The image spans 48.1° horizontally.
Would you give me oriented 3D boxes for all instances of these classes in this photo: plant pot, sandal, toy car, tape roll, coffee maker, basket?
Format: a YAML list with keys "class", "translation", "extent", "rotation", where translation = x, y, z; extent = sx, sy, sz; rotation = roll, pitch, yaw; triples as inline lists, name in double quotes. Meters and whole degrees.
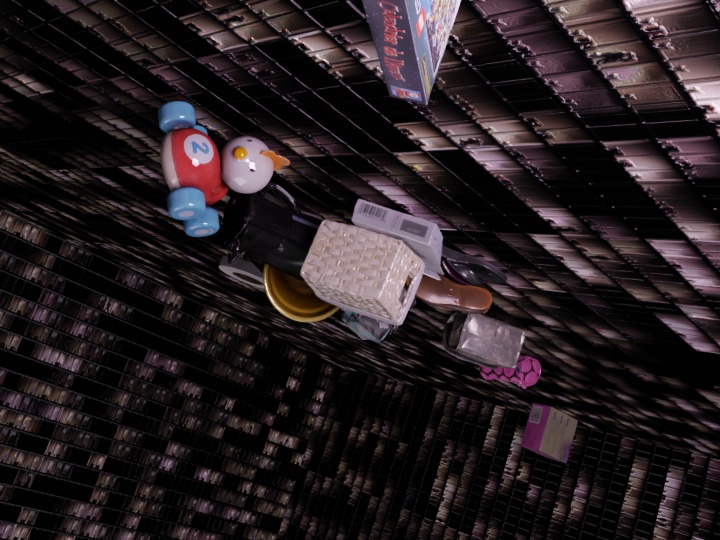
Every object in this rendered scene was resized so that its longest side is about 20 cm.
- class: "plant pot"
  translation: [-0.121, 0.004, 1.846]
  extent: [0.198, 0.203, 0.189]
  rotation: [21, -176, -6]
- class: "sandal"
  translation: [0.193, -0.005, 1.606]
  extent: [0.198, 0.049, 0.075]
  rotation: [21, 167, 0]
- class: "toy car"
  translation: [-0.219, -0.179, 1.344]
  extent: [0.197, 0.187, 0.177]
  rotation: [-11, 164, 1]
- class: "tape roll"
  translation: [-0.346, 0.010, 2.529]
  extent: [0.200, 0.038, 0.203]
  rotation: [19, 167, 5]
- class: "coffee maker"
  translation: [-0.170, -0.059, 1.612]
  extent: [0.198, 0.195, 0.134]
  rotation: [24, 150, -29]
- class: "basket"
  translation: [0.000, 0.000, 1.523]
  extent: [0.198, 0.137, 0.123]
  rotation: [16, 166, 29]

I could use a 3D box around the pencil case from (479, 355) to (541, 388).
- class: "pencil case"
  translation: [0.437, 0.294, 2.393]
  extent: [0.090, 0.095, 0.199]
  rotation: [25, 167, -26]

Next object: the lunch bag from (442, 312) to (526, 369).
- class: "lunch bag"
  translation: [0.306, 0.179, 2.064]
  extent: [0.162, 0.119, 0.200]
  rotation: [20, 173, -6]

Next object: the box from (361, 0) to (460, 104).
- class: "box"
  translation: [0.045, -0.241, 0.632]
  extent: [0.037, 0.138, 0.200]
  rotation: [16, 167, 15]

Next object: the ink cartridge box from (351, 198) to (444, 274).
- class: "ink cartridge box"
  translation: [0.081, -0.061, 1.543]
  extent: [0.160, 0.058, 0.200]
  rotation: [19, 173, 19]

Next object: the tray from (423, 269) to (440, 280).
- class: "tray"
  translation: [0.075, -0.028, 1.716]
  extent: [0.197, 0.022, 0.107]
  rotation: [22, -177, -7]

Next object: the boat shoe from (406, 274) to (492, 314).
- class: "boat shoe"
  translation: [0.194, 0.056, 1.808]
  extent: [0.197, 0.071, 0.070]
  rotation: [19, 164, 2]

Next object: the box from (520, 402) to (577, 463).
- class: "box"
  translation: [0.747, 0.642, 3.190]
  extent: [0.199, 0.178, 0.096]
  rotation: [28, 164, -37]

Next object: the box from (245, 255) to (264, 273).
- class: "box"
  translation: [-0.240, -0.007, 2.135]
  extent: [0.160, 0.044, 0.200]
  rotation: [43, 176, 21]

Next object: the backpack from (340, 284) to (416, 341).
- class: "backpack"
  translation: [0.031, 0.071, 1.900]
  extent: [0.153, 0.177, 0.200]
  rotation: [37, 165, -3]
